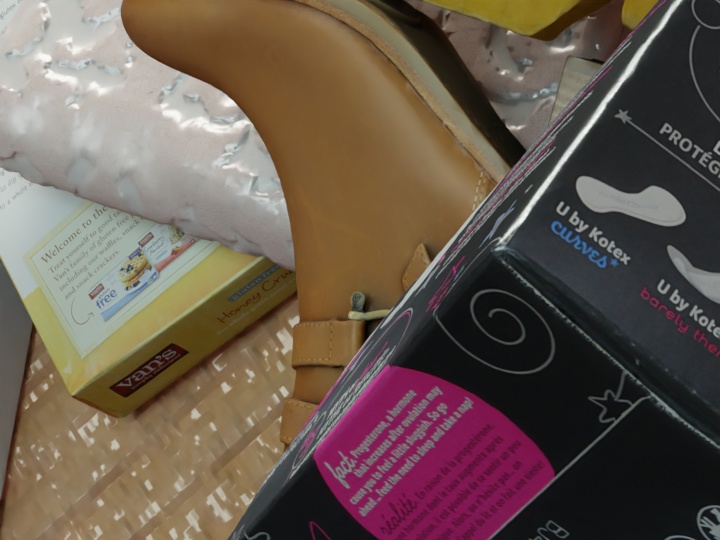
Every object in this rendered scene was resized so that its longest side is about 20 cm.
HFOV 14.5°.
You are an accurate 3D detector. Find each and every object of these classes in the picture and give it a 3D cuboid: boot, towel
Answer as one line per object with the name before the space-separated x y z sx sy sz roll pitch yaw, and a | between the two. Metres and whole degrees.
boot | 0.000 0.000 0.815 0.199 0.077 0.156 19 96 15
towel | -0.006 -0.094 0.892 0.199 0.032 0.192 19 80 25

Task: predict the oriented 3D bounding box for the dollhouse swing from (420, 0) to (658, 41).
dollhouse swing | 0.068 -0.165 0.848 0.199 0.175 0.183 22 99 29

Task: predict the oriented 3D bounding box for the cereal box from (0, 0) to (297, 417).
cereal box | -0.075 -0.072 0.953 0.144 0.039 0.201 -35 64 12

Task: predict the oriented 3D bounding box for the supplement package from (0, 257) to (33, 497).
supplement package | -0.195 0.081 0.933 0.113 0.109 0.201 4 78 27

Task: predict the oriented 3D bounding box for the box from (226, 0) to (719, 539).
box | 0.066 0.044 0.660 0.132 0.200 0.115 38 54 -1
